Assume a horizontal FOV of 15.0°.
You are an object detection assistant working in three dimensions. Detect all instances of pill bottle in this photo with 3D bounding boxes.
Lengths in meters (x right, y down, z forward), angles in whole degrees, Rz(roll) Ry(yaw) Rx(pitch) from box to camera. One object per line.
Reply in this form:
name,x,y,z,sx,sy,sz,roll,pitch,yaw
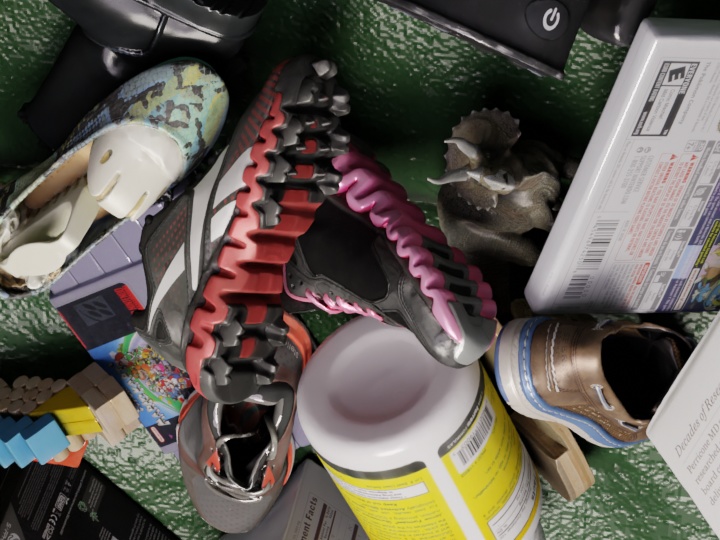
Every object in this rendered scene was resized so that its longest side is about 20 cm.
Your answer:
pill bottle,0.045,0.121,1.660,0.112,0.113,0.200,-8,139,19

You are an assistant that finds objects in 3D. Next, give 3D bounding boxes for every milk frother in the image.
milk frother,0.067,-0.215,1.413,0.200,0.180,0.188,27,95,28

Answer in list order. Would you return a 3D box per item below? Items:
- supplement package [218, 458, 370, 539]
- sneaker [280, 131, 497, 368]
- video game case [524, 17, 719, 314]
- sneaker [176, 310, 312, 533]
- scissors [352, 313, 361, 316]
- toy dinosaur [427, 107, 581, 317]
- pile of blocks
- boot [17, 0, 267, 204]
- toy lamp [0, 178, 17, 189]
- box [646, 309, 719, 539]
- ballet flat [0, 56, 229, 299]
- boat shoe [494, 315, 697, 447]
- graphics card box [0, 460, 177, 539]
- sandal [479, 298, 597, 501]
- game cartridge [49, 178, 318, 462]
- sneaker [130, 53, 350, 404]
supplement package,0.003,0.237,1.769,0.200,0.110,0.114,35,127,-15
sneaker,0.000,0.000,1.546,0.095,0.200,0.079,-48,141,11
video game case,0.203,-0.055,1.510,0.182,0.023,0.200,0,132,-25
sneaker,-0.078,0.109,1.669,0.077,0.082,0.200,9,138,-1
scissors,-0.028,0.004,1.648,0.200,0.073,0.014,24,107,-41
toy dinosaur,0.085,-0.039,1.579,0.102,0.077,0.200,19,159,0
pile of blocks,-0.222,0.110,1.730,0.200,0.082,0.062,-5,132,31
boot,-0.156,-0.135,1.561,0.198,0.073,0.163,26,134,-5
toy lamp,-0.253,-0.041,1.657,0.199,0.058,0.058,-5,125,18
box,0.300,0.058,1.498,0.199,0.131,0.200,-7,139,-35
ballet flat,-0.148,-0.044,1.547,0.074,0.074,0.200,40,126,-17
boat shoe,0.156,0.065,1.568,0.072,0.200,0.072,-4,84,34
graphics card box,-0.166,0.210,1.782,0.051,0.126,0.200,-34,113,32
sandal,0.115,0.055,1.637,0.070,0.078,0.212,-39,141,-9
game cartridge,-0.105,0.041,1.700,0.129,0.038,0.200,-23,118,22
sneaker,-0.073,-0.032,1.524,0.098,0.071,0.201,24,99,33
